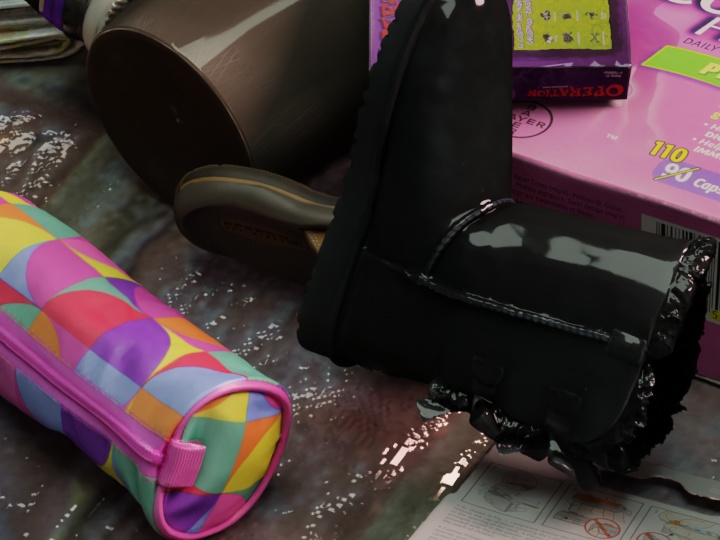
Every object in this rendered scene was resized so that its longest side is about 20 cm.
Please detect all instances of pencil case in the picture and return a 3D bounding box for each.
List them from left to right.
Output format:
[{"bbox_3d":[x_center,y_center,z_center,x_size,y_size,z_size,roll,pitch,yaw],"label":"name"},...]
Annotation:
[{"bbox_3d":[-0.121,0.038,1.164,0.200,0.089,0.088,31,51,34],"label":"pencil case"}]

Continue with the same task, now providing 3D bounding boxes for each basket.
[{"bbox_3d":[-0.026,-0.123,1.311,0.180,0.136,0.200,17,47,40],"label":"basket"}]

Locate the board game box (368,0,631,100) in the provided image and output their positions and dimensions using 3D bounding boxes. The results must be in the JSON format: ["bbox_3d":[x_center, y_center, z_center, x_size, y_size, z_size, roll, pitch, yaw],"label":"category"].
[{"bbox_3d":[0.062,-0.163,1.243,0.120,0.032,0.201,2,54,-2],"label":"board game box"}]

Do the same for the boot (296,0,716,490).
[{"bbox_3d":[0.072,-0.019,1.116,0.162,0.199,0.073,20,6,24],"label":"boot"}]

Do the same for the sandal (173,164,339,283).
[{"bbox_3d":[0.000,0.000,1.207,0.199,0.082,0.055,14,60,17],"label":"sandal"}]

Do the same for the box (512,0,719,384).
[{"bbox_3d":[0.165,-0.056,1.243,0.175,0.097,0.200,20,45,25],"label":"box"}]

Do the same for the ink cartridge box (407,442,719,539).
[{"bbox_3d":[0.095,0.141,1.074,0.160,0.050,0.200,14,25,19],"label":"ink cartridge box"}]

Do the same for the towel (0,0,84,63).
[{"bbox_3d":[-0.232,-0.181,1.454,0.171,0.048,0.200,-2,41,-4],"label":"towel"}]

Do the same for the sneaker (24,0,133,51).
[{"bbox_3d":[-0.116,-0.181,1.384,0.099,0.070,0.200,29,34,16],"label":"sneaker"}]
